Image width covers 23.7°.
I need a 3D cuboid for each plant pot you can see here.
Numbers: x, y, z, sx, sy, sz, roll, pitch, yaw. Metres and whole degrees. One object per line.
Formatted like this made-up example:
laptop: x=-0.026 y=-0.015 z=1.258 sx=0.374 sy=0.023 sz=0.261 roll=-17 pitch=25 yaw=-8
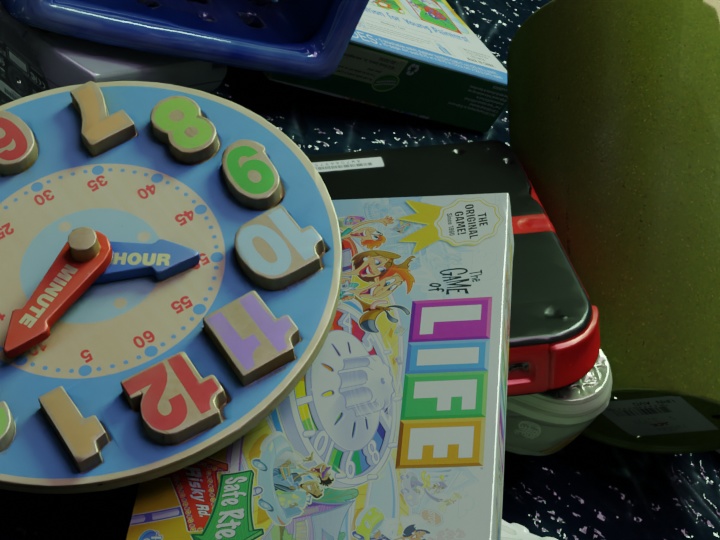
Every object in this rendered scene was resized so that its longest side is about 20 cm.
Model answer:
plant pot: x=-0.092 y=-0.237 z=0.886 sx=0.199 sy=0.201 sz=0.180 roll=7 pitch=30 yaw=-38
plant pot: x=0.157 y=-0.015 z=0.886 sx=0.186 sy=0.187 sz=0.201 roll=19 pitch=65 yaw=-21

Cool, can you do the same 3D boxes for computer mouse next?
computer mouse: x=-0.158 y=-0.032 z=0.758 sx=0.059 sy=0.034 sz=0.201 roll=45 pitch=25 yaw=-50

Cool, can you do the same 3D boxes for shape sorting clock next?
shape sorting clock: x=-0.106 y=-0.002 z=0.675 sx=0.198 sy=0.039 sz=0.201 roll=0 pitch=55 yaw=0

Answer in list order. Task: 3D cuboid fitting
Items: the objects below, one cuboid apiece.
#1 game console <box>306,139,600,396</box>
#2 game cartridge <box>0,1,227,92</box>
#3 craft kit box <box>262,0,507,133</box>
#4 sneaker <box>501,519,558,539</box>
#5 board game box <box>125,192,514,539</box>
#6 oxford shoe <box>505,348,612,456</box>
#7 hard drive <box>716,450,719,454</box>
game console: x=0.000 y=0.000 z=0.807 sx=0.198 sy=0.031 sz=0.177 roll=-5 pitch=36 yaw=-12
game cartridge: x=-0.178 y=-0.153 z=0.904 sx=0.200 sy=0.041 sz=0.133 roll=43 pitch=27 yaw=19
craft kit box: x=-0.022 y=-0.178 z=1.086 sx=0.199 sy=0.049 sz=0.198 roll=9 pitch=39 yaw=-46
sneaker: x=0.054 y=0.109 z=0.713 sx=0.199 sy=0.076 sz=0.116 roll=8 pitch=39 yaw=-31
board game box: x=-0.010 y=0.050 z=0.675 sx=0.133 sy=0.034 sz=0.201 roll=-2 pitch=43 yaw=9
oxford shoe: x=0.028 y=0.032 z=0.832 sx=0.199 sy=0.058 sz=0.075 roll=27 pitch=49 yaw=21
hard drive: x=0.174 y=0.025 z=1.001 sx=0.200 sy=0.026 sz=0.132 roll=41 pitch=31 yaw=18
